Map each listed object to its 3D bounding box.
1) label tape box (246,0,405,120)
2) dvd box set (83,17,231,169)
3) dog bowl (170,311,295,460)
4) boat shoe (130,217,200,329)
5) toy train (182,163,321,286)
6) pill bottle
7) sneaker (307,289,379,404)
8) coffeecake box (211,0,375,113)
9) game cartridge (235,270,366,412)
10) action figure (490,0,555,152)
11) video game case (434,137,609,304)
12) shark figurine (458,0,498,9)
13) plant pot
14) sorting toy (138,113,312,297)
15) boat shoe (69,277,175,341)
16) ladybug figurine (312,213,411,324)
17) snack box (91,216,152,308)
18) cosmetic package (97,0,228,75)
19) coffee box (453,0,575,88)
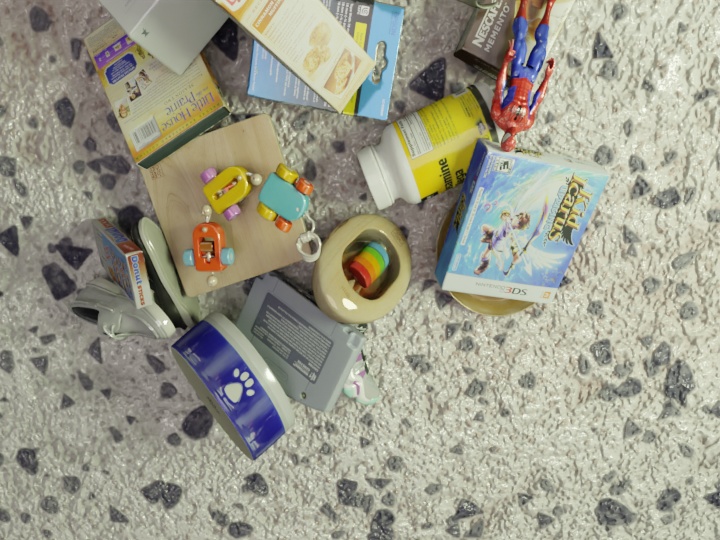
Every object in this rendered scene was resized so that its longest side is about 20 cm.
[{"bbox_3d":[-0.047,-0.294,0.765,0.192,0.063,0.150,10,103,-2],"label":"label tape box"},{"bbox_3d":[-0.274,-0.261,0.754,0.143,0.029,0.205,-29,79,7],"label":"dvd box set"},{"bbox_3d":[-0.182,0.165,0.803,0.078,0.198,0.204,-37,102,-24],"label":"dog bowl"},{"bbox_3d":[-0.289,0.013,0.806,0.058,0.076,0.203,-12,138,0],"label":"boat shoe"},{"bbox_3d":[-0.144,-0.065,0.752,0.192,0.056,0.156,-5,101,11],"label":"toy train"},{"bbox_3d":[0.097,-0.163,0.772,0.194,0.113,0.115,-24,103,6],"label":"pill bottle"},{"bbox_3d":[-0.004,0.096,0.853,0.139,0.078,0.201,-40,101,10],"label":"sneaker"},{"bbox_3d":[-0.095,-0.281,0.609,0.074,0.198,0.154,-49,54,10],"label":"coffeecake box"},{"bbox_3d":[-0.095,0.102,0.806,0.197,0.041,0.136,33,97,26],"label":"game cartridge"},{"bbox_3d":[0.198,-0.244,0.679,0.063,0.052,0.208,13,91,-9],"label":"action figure"},{"bbox_3d":[0.212,-0.058,0.762,0.175,0.046,0.206,7,120,-14],"label":"video game case"},{"bbox_3d":[0.100,-0.411,0.689,0.123,0.090,0.222,-4,68,11],"label":"shark figurine"},{"bbox_3d":[0.208,-0.034,0.847,0.192,0.028,0.208,0,104,0],"label":"plant pot"},{"bbox_3d":[-0.186,-0.094,0.812,0.192,0.070,0.207,-17,103,4],"label":"sorting toy"},{"bbox_3d":[-0.345,0.065,0.802,0.195,0.069,0.073,20,142,28],"label":"boat shoe"},{"bbox_3d":[0.000,0.000,0.791,0.137,0.199,0.071,53,137,-4],"label":"ladybug figurine"},{"bbox_3d":[-0.331,-0.016,0.774,0.024,0.198,0.075,-16,116,-32],"label":"snack box"},{"bbox_3d":[-0.241,-0.396,0.679,0.199,0.123,0.201,-45,79,7],"label":"cosmetic package"},{"bbox_3d":[0.217,-0.359,0.740,0.111,0.080,0.205,25,102,-6],"label":"coffee box"}]
